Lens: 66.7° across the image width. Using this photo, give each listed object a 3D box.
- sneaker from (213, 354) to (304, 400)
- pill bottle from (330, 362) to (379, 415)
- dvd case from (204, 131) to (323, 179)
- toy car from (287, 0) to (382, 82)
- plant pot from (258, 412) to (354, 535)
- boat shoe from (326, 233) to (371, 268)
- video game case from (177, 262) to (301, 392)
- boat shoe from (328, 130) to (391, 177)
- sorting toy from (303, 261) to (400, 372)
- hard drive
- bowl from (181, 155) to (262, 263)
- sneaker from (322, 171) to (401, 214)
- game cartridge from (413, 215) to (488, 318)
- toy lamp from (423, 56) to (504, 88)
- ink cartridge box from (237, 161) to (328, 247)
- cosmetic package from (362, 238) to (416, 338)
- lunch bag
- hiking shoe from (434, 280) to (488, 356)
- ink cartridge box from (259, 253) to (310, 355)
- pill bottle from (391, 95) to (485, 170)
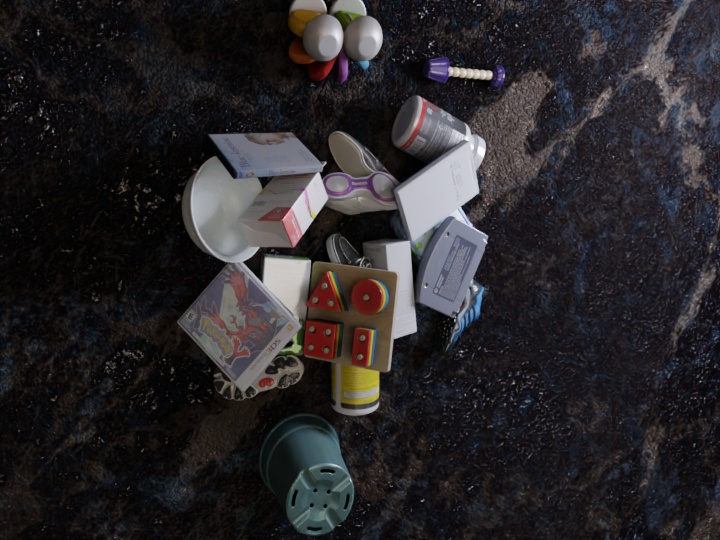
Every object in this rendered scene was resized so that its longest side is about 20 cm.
[{"bbox_3d":[-0.215,0.228,1.173,0.192,0.083,0.084,-5,83,-4],"label":"sneaker"},{"bbox_3d":[-0.012,0.205,1.221,0.110,0.114,0.209,-3,99,-20],"label":"pill bottle"},{"bbox_3d":[-0.185,-0.228,1.060,0.195,0.143,0.018,-12,137,-36],"label":"dvd case"},{"bbox_3d":[-0.054,-0.457,1.104,0.193,0.178,0.153,-7,135,-19],"label":"toy car"},{"bbox_3d":[-0.110,0.443,1.175,0.193,0.195,0.209,-3,99,-19],"label":"plant pot"},{"bbox_3d":[0.000,0.000,1.192,0.072,0.070,0.203,-30,86,-51],"label":"boat shoe"},{"bbox_3d":[-0.247,0.109,1.116,0.200,0.023,0.183,44,92,2],"label":"video game case"},{"bbox_3d":[0.006,-0.231,1.205,0.066,0.058,0.199,-37,109,27],"label":"boat shoe"},{"bbox_3d":[-0.029,0.094,1.127,0.193,0.069,0.207,7,92,21],"label":"sorting toy"},{"bbox_3d":[0.166,-0.171,1.174,0.197,0.025,0.134,-35,131,-14],"label":"hard drive"},{"bbox_3d":[-0.279,-0.115,1.068,0.199,0.088,0.210,10,78,-56],"label":"bowl"},{"bbox_3d":[0.007,-0.163,1.182,0.192,0.100,0.078,6,68,-6],"label":"sneaker"},{"bbox_3d":[0.198,-0.009,1.227,0.130,0.041,0.206,23,92,-30],"label":"game cartridge"},{"bbox_3d":[0.235,-0.454,1.254,0.193,0.058,0.061,-3,99,-23],"label":"toy lamp"},{"bbox_3d":[-0.142,-0.135,1.093,0.202,0.113,0.069,-60,141,-39],"label":"ink cartridge box"},{"bbox_3d":[0.065,0.037,1.228,0.069,0.100,0.208,-11,101,-30],"label":"cosmetic package"},{"bbox_3d":[0.174,-0.090,1.267,0.160,0.082,0.202,-42,109,-9],"label":"lunch bag"},{"bbox_3d":[0.250,0.119,1.329,0.085,0.074,0.206,25,89,-21],"label":"hiking shoe"},{"bbox_3d":[-0.168,0.072,1.172,0.100,0.059,0.208,4,96,-19],"label":"ink cartridge box"},{"bbox_3d":[0.175,-0.293,1.221,0.195,0.115,0.120,22,90,-22],"label":"pill bottle"}]
